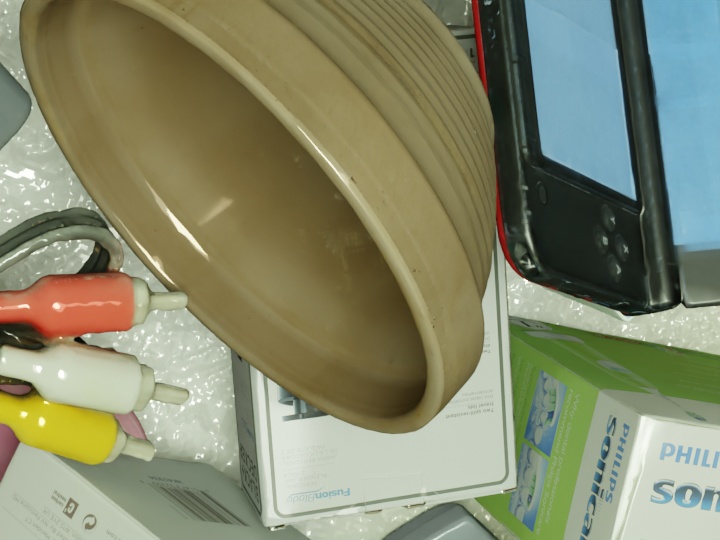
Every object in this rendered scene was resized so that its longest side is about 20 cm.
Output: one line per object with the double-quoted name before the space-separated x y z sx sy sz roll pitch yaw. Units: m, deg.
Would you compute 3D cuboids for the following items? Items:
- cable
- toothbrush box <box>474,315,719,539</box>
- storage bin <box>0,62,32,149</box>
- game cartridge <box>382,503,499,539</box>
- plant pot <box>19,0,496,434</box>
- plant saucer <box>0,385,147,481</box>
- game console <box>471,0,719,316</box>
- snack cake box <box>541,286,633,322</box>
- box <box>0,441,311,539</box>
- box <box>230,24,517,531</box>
"cable" -0.155 0.025 0.626 0.199 0.050 0.098 2 108 -35
"toothbrush box" 0.139 0.088 0.774 0.145 0.200 0.087 10 96 -18
"storage bin" -0.203 -0.101 0.656 0.146 0.200 0.134 -46 119 -2
"game cartridge" 0.014 0.218 0.848 0.200 0.040 0.133 -47 111 -4
"plant pot" -0.019 -0.046 0.610 0.093 0.201 0.201 -45 109 -23
"plant saucer" -0.177 0.123 0.728 0.200 0.051 0.201 -31 137 -35
"game console" 0.131 -0.093 0.676 0.172 0.118 0.201 17 64 -56
"snack cake box" 0.150 -0.075 0.794 0.200 0.115 0.067 -45 107 -5
"box" -0.114 0.184 0.723 0.124 0.097 0.201 20 98 -55
"box" 0.000 0.000 0.736 0.116 0.060 0.201 -8 101 -14
